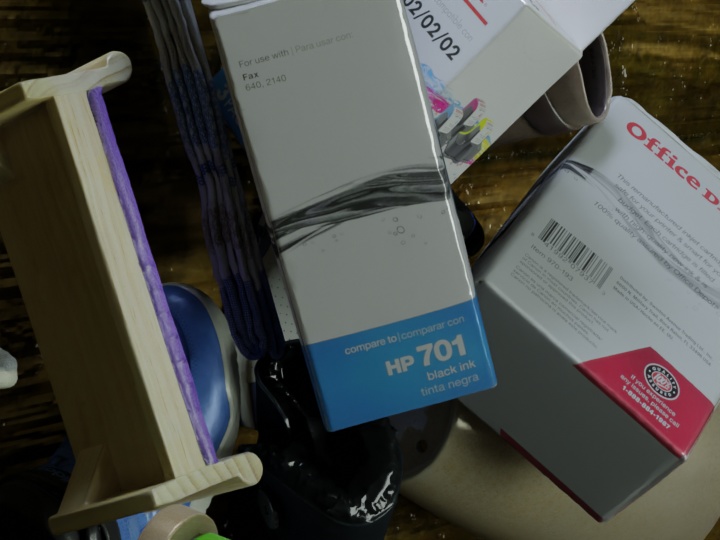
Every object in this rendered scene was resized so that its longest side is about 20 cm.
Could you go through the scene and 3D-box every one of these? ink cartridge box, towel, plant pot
[{"bbox_3d":[-0.007,-0.052,1.015,0.147,0.085,0.201,-100,177,-67],"label":"ink cartridge box"},{"bbox_3d":[-0.077,-0.069,1.065,0.147,0.024,0.201,-112,-173,-69],"label":"towel"},{"bbox_3d":[0.140,0.017,1.246,0.145,0.083,0.200,41,44,-1],"label":"ink cartridge box"},{"bbox_3d":[0.029,-0.116,1.144,0.200,0.115,0.068,-44,145,11],"label":"ink cartridge box"},{"bbox_3d":[0.092,0.085,1.330,0.199,0.187,0.188,10,86,-42],"label":"plant pot"}]

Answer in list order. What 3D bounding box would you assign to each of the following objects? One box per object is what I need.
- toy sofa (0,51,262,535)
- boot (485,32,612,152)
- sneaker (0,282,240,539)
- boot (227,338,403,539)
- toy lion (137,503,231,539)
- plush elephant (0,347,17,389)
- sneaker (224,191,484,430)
[{"bbox_3d":[-0.109,0.009,1.006,0.097,0.083,0.201,-16,88,-45],"label":"toy sofa"},{"bbox_3d":[0.072,-0.095,1.272,0.070,0.146,0.201,-36,125,-50],"label":"boot"},{"bbox_3d":[-0.123,0.096,1.068,0.111,0.076,0.201,29,77,-64],"label":"sneaker"},{"bbox_3d":[-0.013,0.151,1.117,0.168,0.076,0.201,105,-33,-61],"label":"boot"},{"bbox_3d":[-0.087,0.212,0.933,0.200,0.068,0.192,-34,134,-49],"label":"toy lion"},{"bbox_3d":[-0.216,0.088,0.877,0.155,0.164,0.201,-94,-158,-57],"label":"plush elephant"},{"bbox_3d":[0.000,-0.001,1.207,0.080,0.115,0.200,17,81,-55],"label":"sneaker"}]
